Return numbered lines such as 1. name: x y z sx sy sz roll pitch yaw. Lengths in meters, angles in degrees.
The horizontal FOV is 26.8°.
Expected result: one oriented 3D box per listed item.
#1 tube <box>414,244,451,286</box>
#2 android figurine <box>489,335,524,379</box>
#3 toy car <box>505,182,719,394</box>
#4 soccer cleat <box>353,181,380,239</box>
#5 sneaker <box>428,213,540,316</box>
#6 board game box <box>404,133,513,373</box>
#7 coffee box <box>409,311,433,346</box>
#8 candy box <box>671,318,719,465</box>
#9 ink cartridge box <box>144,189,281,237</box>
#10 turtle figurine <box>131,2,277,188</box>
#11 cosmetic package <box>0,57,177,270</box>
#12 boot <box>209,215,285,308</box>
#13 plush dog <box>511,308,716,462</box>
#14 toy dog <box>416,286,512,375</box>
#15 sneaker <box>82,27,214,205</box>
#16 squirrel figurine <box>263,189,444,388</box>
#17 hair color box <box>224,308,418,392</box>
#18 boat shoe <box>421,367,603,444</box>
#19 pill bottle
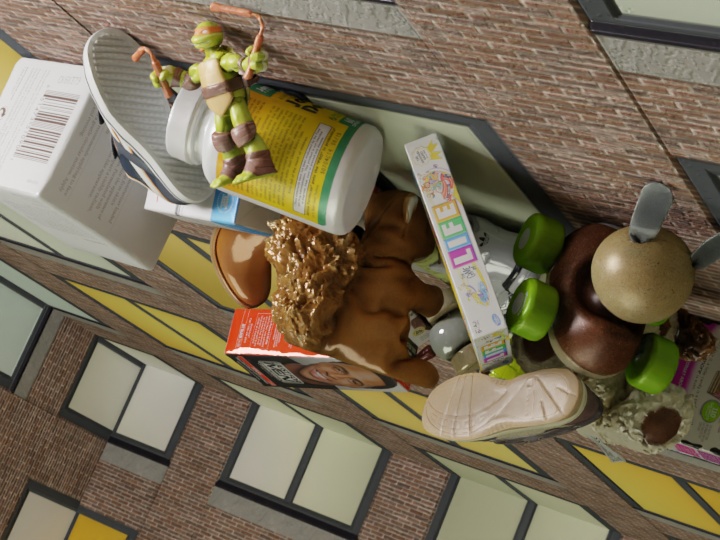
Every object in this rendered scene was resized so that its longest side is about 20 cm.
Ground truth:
1. tube: 0.108 -0.008 1.718 0.058 0.052 0.200 36 -177 33
2. android figurine: 0.209 0.107 1.726 0.041 0.183 0.200 40 180 34
3. toy car: 0.253 -0.008 1.376 0.163 0.159 0.200 23 139 -14
4. soccer cleat: 0.017 -0.041 1.685 0.068 0.086 0.200 15 165 33
5. sneaker: 0.137 -0.004 1.651 0.114 0.076 0.200 24 163 4
6. board game box: 0.096 -0.014 1.448 0.034 0.202 0.135 -19 161 2
7. coffee box: -0.003 0.015 1.789 0.200 0.079 0.114 40 -159 -50
8. candy box: 0.379 0.132 1.607 0.198 0.138 0.061 17 168 32
9. ink cartridge box: -0.166 -0.109 1.646 0.199 0.117 0.066 10 178 45
10. turtle figurine: -0.132 -0.162 1.403 0.198 0.163 0.064 -6 -169 45
11. cosmetic package: -0.322 -0.126 1.780 0.164 0.166 0.200 13 163 42
12. boot: -0.097 -0.046 1.689 0.153 0.073 0.203 7 115 41
13. plush dog: 0.259 0.081 1.536 0.199 0.173 0.161 33 163 7
14. toy dog: 0.131 0.081 1.797 0.096 0.133 0.199 -35 144 30
15. sneaker: -0.230 -0.151 1.561 0.079 0.078 0.201 -12 113 59
16. squirrel figurine: 0.000 0.000 1.550 0.198 0.189 0.141 19 178 -29
17. hair color box: -0.045 0.092 1.736 0.198 0.062 0.102 -1 154 30
18. boat shoe: 0.145 0.138 1.458 0.199 0.073 0.065 -15 144 43
19. pill bottle: -0.087 -0.120 1.490 0.198 0.114 0.113 21 167 13
